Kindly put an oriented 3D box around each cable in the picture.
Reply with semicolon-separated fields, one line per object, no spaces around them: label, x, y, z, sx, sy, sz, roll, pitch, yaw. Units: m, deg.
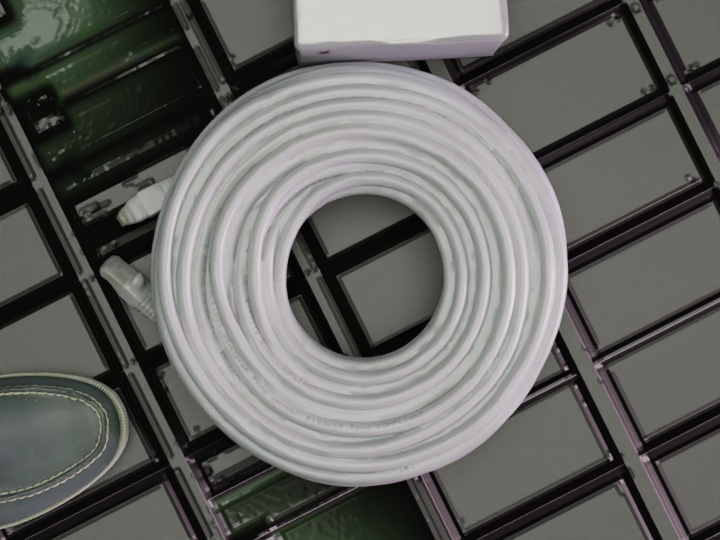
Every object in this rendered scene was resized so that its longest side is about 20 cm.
cable;0.000;0.000;1.059;0.200;0.069;0.200;-40;89;-1

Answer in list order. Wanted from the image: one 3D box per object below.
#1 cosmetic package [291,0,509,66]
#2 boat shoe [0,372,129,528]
cosmetic package;0.013;-0.202;1.061;0.101;0.071;0.202;-3;88;-2
boat shoe;-0.208;0.093;1.058;0.198;0.062;0.073;-11;89;-1
